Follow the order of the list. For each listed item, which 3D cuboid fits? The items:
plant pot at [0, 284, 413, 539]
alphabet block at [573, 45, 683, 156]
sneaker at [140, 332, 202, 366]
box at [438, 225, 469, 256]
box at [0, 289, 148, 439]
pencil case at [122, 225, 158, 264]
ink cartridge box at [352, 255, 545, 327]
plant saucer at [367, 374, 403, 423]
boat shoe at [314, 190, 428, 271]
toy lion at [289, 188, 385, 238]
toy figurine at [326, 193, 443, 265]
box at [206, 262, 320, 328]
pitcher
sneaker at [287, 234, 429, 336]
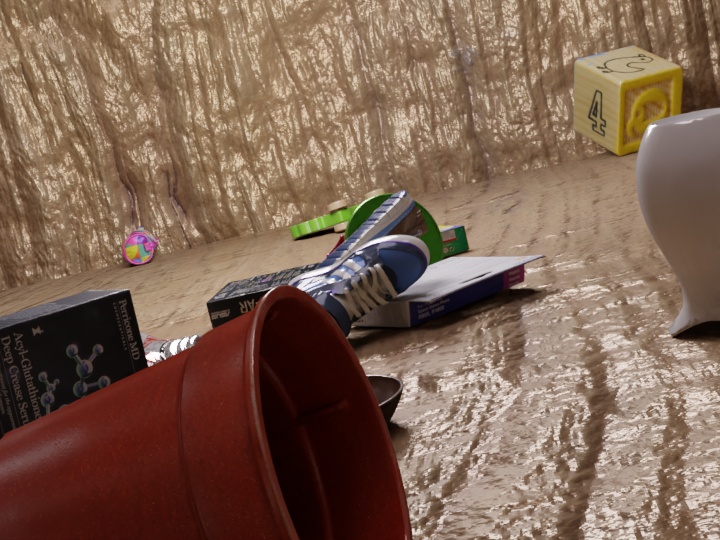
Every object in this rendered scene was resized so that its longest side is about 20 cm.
[{"bbox_3d":[-0.097,0.135,0.769,0.194,0.202,0.201,-20,5,17],"label":"plant pot"},{"bbox_3d":[0.654,-0.419,3.378,0.194,0.198,0.200,-18,31,-21],"label":"alphabet block"},{"bbox_3d":[-0.234,0.109,1.660,0.107,0.068,0.201,-13,10,-7],"label":"sneaker"},{"bbox_3d":[0.085,-0.042,2.325,0.117,0.049,0.200,-16,6,-25],"label":"box"},{"bbox_3d":[-0.332,0.117,1.444,0.199,0.150,0.107,-19,10,-37],"label":"box"},{"bbox_3d":[-0.571,-0.063,3.568,0.088,0.089,0.200,-14,9,-4],"label":"pencil case"},{"bbox_3d":[0.107,0.027,1.756,0.195,0.044,0.200,-20,12,-32],"label":"ink cartridge box"},{"bbox_3d":[-0.055,0.138,1.226,0.199,0.035,0.200,-13,7,1],"label":"plant saucer"},{"bbox_3d":[0.009,-0.011,1.759,0.200,0.072,0.072,-44,12,-9],"label":"boat shoe"},{"bbox_3d":[-0.058,-0.120,3.175,0.199,0.069,0.191,-20,2,-42],"label":"toy lion"},{"bbox_3d":[0.000,0.000,1.983,0.200,0.150,0.184,-44,6,-24],"label":"toy figurine"},{"bbox_3d":[-0.142,0.037,2.134,0.159,0.044,0.200,-13,7,5],"label":"box"},{"bbox_3d":[0.341,-0.046,1.256,0.171,0.201,0.121,-4,12,46],"label":"pitcher"},{"bbox_3d":[-0.011,0.043,1.634,0.199,0.081,0.147,-20,29,16],"label":"sneaker"}]
